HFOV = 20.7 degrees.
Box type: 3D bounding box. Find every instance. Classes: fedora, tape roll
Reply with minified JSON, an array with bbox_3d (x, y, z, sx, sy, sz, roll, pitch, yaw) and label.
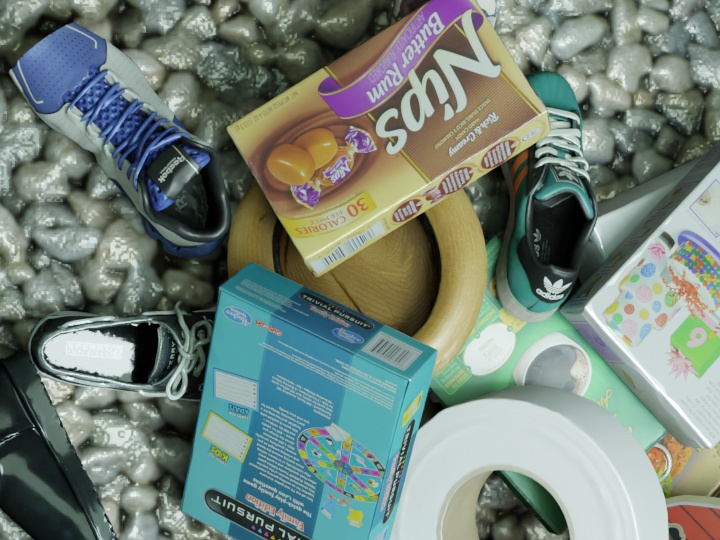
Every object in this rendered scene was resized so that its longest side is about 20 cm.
[{"bbox_3d":[0.000,0.000,1.440,0.199,0.082,0.202,-2,75,6],"label":"fedora"},{"bbox_3d":[0.115,0.186,1.409,0.201,0.071,0.204,3,96,26],"label":"tape roll"}]

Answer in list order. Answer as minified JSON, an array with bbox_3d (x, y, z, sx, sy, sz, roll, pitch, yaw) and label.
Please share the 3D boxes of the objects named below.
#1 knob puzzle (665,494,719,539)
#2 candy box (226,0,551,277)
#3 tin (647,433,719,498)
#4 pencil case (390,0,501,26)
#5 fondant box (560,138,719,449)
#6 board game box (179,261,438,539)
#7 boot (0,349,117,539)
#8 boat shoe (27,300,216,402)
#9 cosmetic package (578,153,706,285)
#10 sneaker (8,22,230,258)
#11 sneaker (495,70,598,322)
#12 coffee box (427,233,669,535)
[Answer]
[{"bbox_3d":[0.214,0.235,1.449,0.220,0.219,0.030,-47,123,-9],"label":"knob puzzle"},{"bbox_3d":[0.021,-0.099,1.389,0.199,0.056,0.117,-31,75,1],"label":"candy box"},{"bbox_3d":[0.267,0.108,1.556,0.200,0.042,0.112,-44,98,-9],"label":"tin"},{"bbox_3d":[0.067,-0.184,1.467,0.089,0.078,0.202,12,88,10],"label":"pencil case"},{"bbox_3d":[0.267,0.011,1.463,0.200,0.058,0.144,-45,99,-13],"label":"fondant box"},{"bbox_3d":[-0.040,0.114,1.379,0.150,0.047,0.201,25,125,18],"label":"board game box"},{"bbox_3d":[-0.271,0.168,1.390,0.162,0.073,0.199,-28,92,-15],"label":"boot"},{"bbox_3d":[-0.138,0.058,1.425,0.198,0.068,0.074,8,90,-16],"label":"boat shoe"},{"bbox_3d":[0.267,-0.031,1.532,0.199,0.071,0.102,-24,97,-14],"label":"cosmetic package"},{"bbox_3d":[-0.152,-0.092,1.391,0.081,0.115,0.200,-43,102,-11],"label":"sneaker"},{"bbox_3d":[0.146,-0.066,1.468,0.071,0.080,0.202,11,66,-17],"label":"sneaker"},{"bbox_3d":[0.123,0.087,1.492,0.123,0.044,0.200,-43,89,-9],"label":"coffee box"}]
